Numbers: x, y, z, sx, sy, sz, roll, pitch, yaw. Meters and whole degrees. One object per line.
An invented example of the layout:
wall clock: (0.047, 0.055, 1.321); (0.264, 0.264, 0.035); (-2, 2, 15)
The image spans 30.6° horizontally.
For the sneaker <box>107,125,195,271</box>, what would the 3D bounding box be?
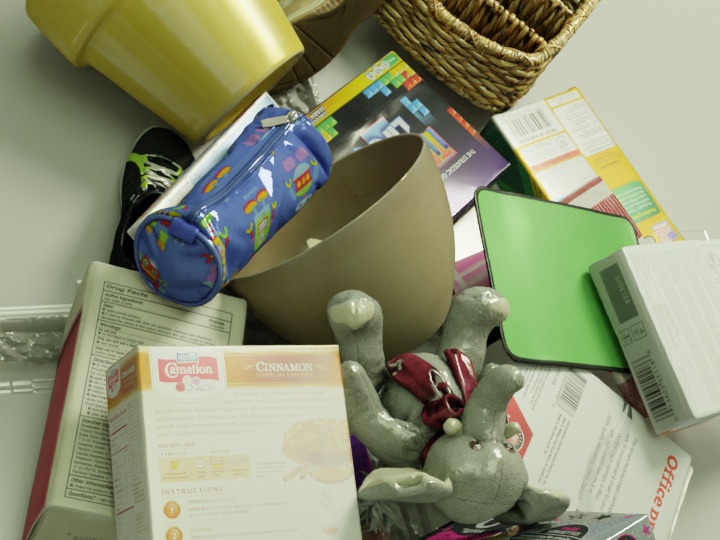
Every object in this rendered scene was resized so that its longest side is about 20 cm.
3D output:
sneaker: (-0.168, -0.050, 1.108); (0.071, 0.083, 0.201); (15, 55, -16)

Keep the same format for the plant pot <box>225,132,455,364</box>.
plant pot: (0.000, 0.000, 1.077); (0.200, 0.199, 0.135); (-47, 113, -37)

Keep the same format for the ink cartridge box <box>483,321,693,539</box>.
ink cartridge box: (0.170, 0.167, 1.113); (0.200, 0.084, 0.145); (39, 52, -10)

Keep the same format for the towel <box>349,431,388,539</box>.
towel: (-0.033, 0.187, 0.998); (0.143, 0.023, 0.202); (-8, 84, -53)

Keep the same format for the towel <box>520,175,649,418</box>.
towel: (0.234, 0.022, 1.199); (0.144, 0.023, 0.201); (-30, 86, -44)

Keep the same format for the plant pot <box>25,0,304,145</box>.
plant pot: (-0.157, -0.222, 1.156); (0.189, 0.201, 0.201); (48, 53, -4)

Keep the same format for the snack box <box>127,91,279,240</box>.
snack box: (-0.110, -0.067, 1.095); (0.072, 0.024, 0.200); (48, 47, -13)

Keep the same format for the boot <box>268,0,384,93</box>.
boot: (-0.068, -0.277, 1.294); (0.200, 0.072, 0.155); (-44, 53, -3)

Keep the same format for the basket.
basket: (0.119, -0.277, 1.319); (0.200, 0.149, 0.143); (41, 33, 3)

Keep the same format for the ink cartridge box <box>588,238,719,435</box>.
ink cartridge box: (0.304, 0.053, 1.191); (0.199, 0.050, 0.163); (-4, 68, -48)

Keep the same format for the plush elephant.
plush elephant: (0.065, 0.114, 0.949); (0.164, 0.154, 0.202); (8, 94, -36)

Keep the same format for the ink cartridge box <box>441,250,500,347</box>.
ink cartridge box: (0.164, 0.013, 1.215); (0.199, 0.037, 0.095); (-22, 80, -18)

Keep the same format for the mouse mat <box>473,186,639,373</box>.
mouse mat: (0.185, 0.011, 1.148); (0.199, 0.008, 0.162); (8, 62, -34)

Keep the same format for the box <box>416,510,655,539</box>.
box: (0.126, 0.253, 0.966); (0.114, 0.199, 0.133); (-20, 93, -34)

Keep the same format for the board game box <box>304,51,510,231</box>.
board game box: (0.021, -0.095, 1.241); (0.165, 0.057, 0.200); (43, 53, 6)

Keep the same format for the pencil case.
pencil case: (-0.093, -0.057, 1.021); (0.078, 0.087, 0.200); (24, 42, 14)

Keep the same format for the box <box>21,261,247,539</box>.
box: (-0.169, 0.115, 0.989); (0.127, 0.109, 0.201); (15, 55, -17)

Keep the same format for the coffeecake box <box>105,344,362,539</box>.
coffeecake box: (-0.084, 0.155, 0.889); (0.152, 0.073, 0.202); (2, 72, -29)

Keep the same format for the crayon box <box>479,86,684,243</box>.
crayon box: (0.219, -0.079, 1.325); (0.125, 0.052, 0.201); (-22, 71, -33)
